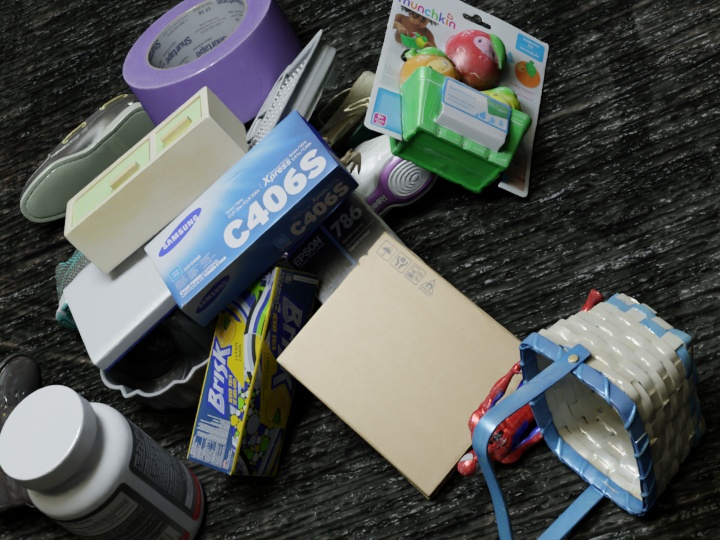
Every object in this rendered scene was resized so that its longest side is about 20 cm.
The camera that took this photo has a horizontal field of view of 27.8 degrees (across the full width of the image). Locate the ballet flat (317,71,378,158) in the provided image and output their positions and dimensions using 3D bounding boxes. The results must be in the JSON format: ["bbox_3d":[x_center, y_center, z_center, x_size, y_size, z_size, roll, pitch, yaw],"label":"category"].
[{"bbox_3d":[-0.035,-0.137,1.573,0.062,0.068,0.200,36,72,26],"label":"ballet flat"}]

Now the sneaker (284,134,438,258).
[{"bbox_3d":[-0.005,-0.079,1.526,0.199,0.075,0.100,-32,28,9],"label":"sneaker"}]

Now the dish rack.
[{"bbox_3d":[-0.083,-0.149,1.522,0.173,0.043,0.200,-64,11,-17],"label":"dish rack"}]

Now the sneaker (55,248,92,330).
[{"bbox_3d":[-0.274,-0.027,1.619,0.200,0.077,0.092,-40,48,14],"label":"sneaker"}]

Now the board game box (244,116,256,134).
[{"bbox_3d":[-0.157,-0.122,1.660,0.198,0.035,0.137,-19,51,19],"label":"board game box"}]

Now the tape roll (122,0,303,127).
[{"bbox_3d":[-0.171,-0.245,1.691,0.198,0.085,0.201,-21,37,16],"label":"tape roll"}]

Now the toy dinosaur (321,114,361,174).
[{"bbox_3d":[-0.048,-0.108,1.463,0.101,0.058,0.201,-8,43,58],"label":"toy dinosaur"}]

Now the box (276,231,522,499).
[{"bbox_3d":[0.044,0.085,1.349,0.200,0.021,0.164,39,85,21],"label":"box"}]

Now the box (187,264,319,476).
[{"bbox_3d":[-0.103,0.093,1.403,0.064,0.070,0.202,13,90,36],"label":"box"}]

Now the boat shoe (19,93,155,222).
[{"bbox_3d":[-0.332,-0.136,1.759,0.201,0.072,0.061,-39,42,-8],"label":"boat shoe"}]

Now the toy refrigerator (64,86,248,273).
[{"bbox_3d":[-0.213,-0.095,1.494,0.199,0.070,0.076,-37,29,14],"label":"toy refrigerator"}]

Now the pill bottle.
[{"bbox_3d":[-0.243,0.196,1.376,0.115,0.200,0.117,-16,51,21],"label":"pill bottle"}]

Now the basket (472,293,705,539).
[{"bbox_3d":[0.180,0.132,1.183,0.200,0.177,0.139,-38,46,-24],"label":"basket"}]

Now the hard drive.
[{"bbox_3d":[-0.215,-0.004,1.510,0.200,0.025,0.132,-42,43,6],"label":"hard drive"}]

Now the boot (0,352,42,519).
[{"bbox_3d":[-0.326,0.170,1.508,0.173,0.069,0.202,-19,58,44],"label":"boot"}]

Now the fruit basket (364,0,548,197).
[{"bbox_3d":[0.105,-0.191,1.461,0.094,0.184,0.202,-36,34,59],"label":"fruit basket"}]

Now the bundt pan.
[{"bbox_3d":[-0.178,0.058,1.512,0.200,0.076,0.203,-20,49,24],"label":"bundt pan"}]

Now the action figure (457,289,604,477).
[{"bbox_3d":[0.157,0.106,1.287,0.065,0.052,0.200,43,86,0],"label":"action figure"}]

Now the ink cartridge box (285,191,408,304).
[{"bbox_3d":[0.000,0.000,1.426,0.099,0.039,0.200,-45,66,6],"label":"ink cartridge box"}]

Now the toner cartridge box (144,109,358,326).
[{"bbox_3d":[-0.104,-0.050,1.374,0.200,0.043,0.095,-42,49,5],"label":"toner cartridge box"}]
